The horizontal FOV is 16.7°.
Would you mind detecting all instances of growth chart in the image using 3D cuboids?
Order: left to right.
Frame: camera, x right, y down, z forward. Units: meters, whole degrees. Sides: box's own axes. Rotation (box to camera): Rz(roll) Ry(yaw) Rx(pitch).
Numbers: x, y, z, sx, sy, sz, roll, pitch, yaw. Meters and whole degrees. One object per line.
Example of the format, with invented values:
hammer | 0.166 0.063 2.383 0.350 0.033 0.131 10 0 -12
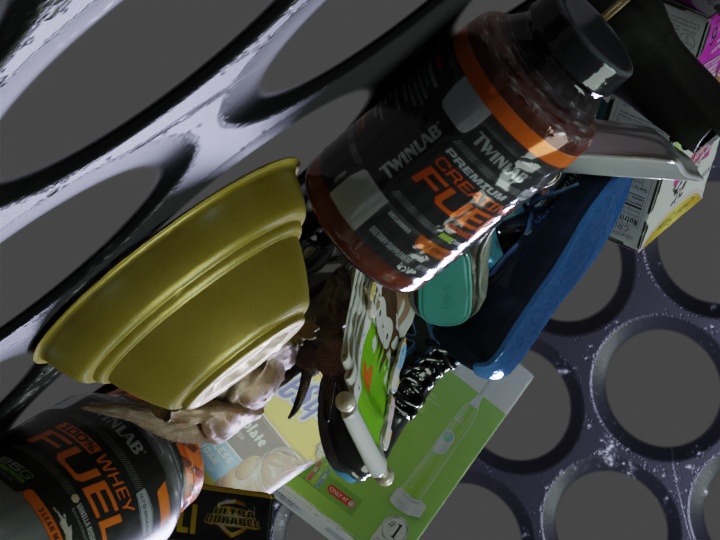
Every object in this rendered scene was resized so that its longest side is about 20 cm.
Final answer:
growth chart | 0.014 0.035 1.661 0.018 0.200 0.145 2 159 17

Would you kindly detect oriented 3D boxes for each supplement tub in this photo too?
supplement tub | -0.205 0.160 1.633 0.200 0.123 0.123 -33 172 -43
supplement tub | 0.068 -0.083 1.480 0.200 0.107 0.107 -41 173 22

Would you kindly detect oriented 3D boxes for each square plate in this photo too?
square plate | 0.124 -0.085 1.635 0.198 0.028 0.200 7 180 13

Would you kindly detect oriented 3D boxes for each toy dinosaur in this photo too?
toy dinosaur | -0.078 0.071 1.626 0.200 0.086 0.136 -33 149 0

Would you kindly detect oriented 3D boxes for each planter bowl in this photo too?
planter bowl | -0.092 0.025 1.470 0.200 0.083 0.200 -37 173 -5

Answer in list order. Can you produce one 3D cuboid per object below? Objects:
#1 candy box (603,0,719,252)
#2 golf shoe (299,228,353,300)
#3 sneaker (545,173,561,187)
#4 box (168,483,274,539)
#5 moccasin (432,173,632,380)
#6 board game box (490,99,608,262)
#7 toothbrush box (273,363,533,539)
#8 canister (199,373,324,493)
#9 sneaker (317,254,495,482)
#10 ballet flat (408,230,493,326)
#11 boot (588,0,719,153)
candy box | 0.238 -0.130 1.859 0.136 0.061 0.200 -36 146 -54
golf shoe | 0.000 0.000 1.758 0.200 0.095 0.078 -35 172 -32
sneaker | 0.124 -0.093 1.847 0.070 0.076 0.200 -41 173 25
box | -0.177 0.191 1.804 0.200 0.049 0.160 9 161 -11
moccasin | 0.123 -0.018 1.741 0.200 0.068 0.081 -51 156 -23
board game box | 0.112 -0.039 1.941 0.200 0.047 0.151 -51 -166 -27
toothbrush box | 0.021 0.125 2.000 0.200 0.146 0.086 -54 -178 -14
canister | -0.066 0.093 1.866 0.200 0.087 0.149 -35 133 1
sneaker | 0.033 0.061 1.767 0.082 0.073 0.200 4 -117 40
ballet flat | 0.060 -0.038 1.639 0.200 0.067 0.064 94 2 -56
boot | 0.196 -0.128 1.714 0.077 0.138 0.200 -40 176 -3
